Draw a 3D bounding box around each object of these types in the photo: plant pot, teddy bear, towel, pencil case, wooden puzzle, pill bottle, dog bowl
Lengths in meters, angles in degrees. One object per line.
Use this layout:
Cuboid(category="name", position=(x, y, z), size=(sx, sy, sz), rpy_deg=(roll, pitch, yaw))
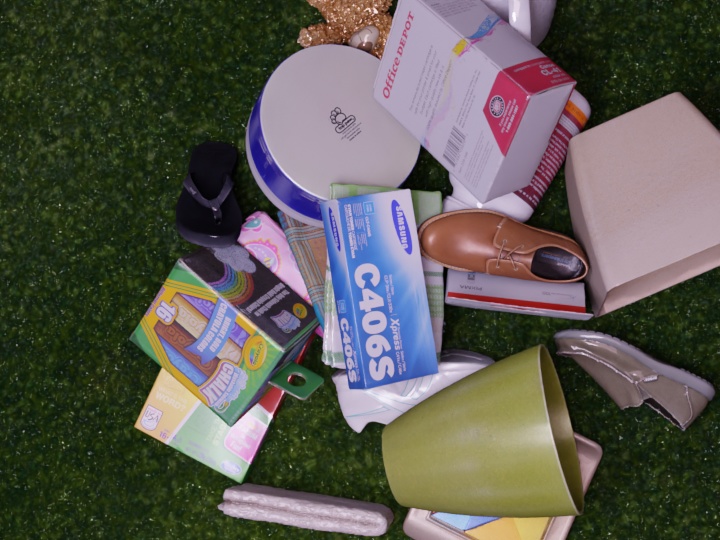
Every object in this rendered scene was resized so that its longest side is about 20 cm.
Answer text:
Cuboid(category="plant pot", position=(0.131, 0.199, 1.269), size=(0.197, 0.187, 0.190), rpy_deg=(-15, 86, 15))
Cuboid(category="teddy bear", position=(-0.017, -0.328, 1.373), size=(0.143, 0.067, 0.203), rpy_deg=(-13, 86, 6))
Cuboid(category="towel", position=(-0.061, 0.280, 1.319), size=(0.197, 0.133, 0.035), rpy_deg=(8, 84, 5))
Cuboid(category="towel", position=(0.000, 0.000, 1.321), size=(0.145, 0.022, 0.202), rpy_deg=(-13, 65, -24))
Cuboid(category="pencil case", position=(-0.067, 0.014, 1.352), size=(0.199, 0.087, 0.088), rpy_deg=(36, 91, 6))
Cuboid(category="towel", position=(0.026, 0.008, 1.261), size=(0.147, 0.031, 0.204), rpy_deg=(4, 84, -28))
Cuboid(category="plant pot", position=(0.329, -0.080, 1.281), size=(0.197, 0.200, 0.179), rpy_deg=(-22, 77, 3))
Cuboid(category="wooden puzzle", position=(0.169, 0.263, 1.349), size=(0.183, 0.037, 0.202), rpy_deg=(25, 90, 5))
Cuboid(category="pill bottle", position=(0.175, -0.130, 1.327), size=(0.112, 0.113, 0.202), rpy_deg=(31, 90, 5))
Cuboid(category="dog bowl", position=(-0.031, -0.157, 1.323), size=(0.197, 0.079, 0.203), rpy_deg=(5, 71, -16))

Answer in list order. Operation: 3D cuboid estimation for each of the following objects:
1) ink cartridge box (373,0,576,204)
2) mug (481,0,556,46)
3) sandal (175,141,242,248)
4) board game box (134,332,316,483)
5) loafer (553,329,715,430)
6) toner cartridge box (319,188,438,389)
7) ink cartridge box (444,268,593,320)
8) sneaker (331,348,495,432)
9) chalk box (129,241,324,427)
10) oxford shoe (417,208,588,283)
Cuboid(category="ink cartridge box", position=(0.117, -0.196, 1.223), size=(0.085, 0.149, 0.200), rpy_deg=(-20, 56, -35))
Cuboid(category="mug", position=(0.162, -0.325, 1.274), size=(0.145, 0.176, 0.203), rpy_deg=(-6, 66, -3))
Cuboid(category="sandal", position=(-0.177, -0.097, 1.320), size=(0.075, 0.202, 0.043), rpy_deg=(0, 129, -9))
Cuboid(category="board game box", position=(-0.164, 0.132, 1.379), size=(0.151, 0.040, 0.202), rpy_deg=(25, 90, 5))
Cuboid(category="loafer", position=(0.314, 0.127, 1.324), size=(0.198, 0.075, 0.071), rpy_deg=(23, 85, 5))
Cuboid(category="toner cartridge box", position=(0.021, 0.020, 1.217), size=(0.094, 0.043, 0.203), rpy_deg=(-10, 90, -29))
Cuboid(category="ink cartridge box", position=(0.175, 0.024, 1.277), size=(0.157, 0.200, 0.048), rpy_deg=(7, 87, 4))
Cuboid(category="sneaker", position=(0.068, 0.142, 1.353), size=(0.197, 0.070, 0.082), rpy_deg=(-10, 96, 10))
Cuboid(category="chalk box", position=(-0.133, 0.079, 1.279), size=(0.200, 0.125, 0.124), rpy_deg=(41, 115, 6))
Cuboid(category="oxford shoe", position=(0.159, -0.025, 1.254), size=(0.197, 0.071, 0.073), rpy_deg=(7, 102, -6))
